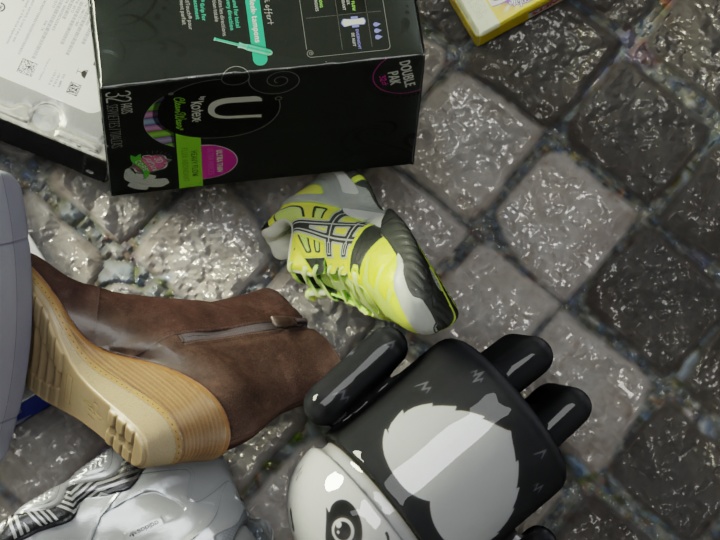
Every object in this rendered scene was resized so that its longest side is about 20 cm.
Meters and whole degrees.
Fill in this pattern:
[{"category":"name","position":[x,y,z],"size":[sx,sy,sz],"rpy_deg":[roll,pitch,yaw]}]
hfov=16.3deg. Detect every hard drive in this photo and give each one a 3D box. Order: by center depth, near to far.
[{"category":"hard drive","position":[-0.210,-0.149,1.674],"size":[0.200,0.038,0.140],"rpy_deg":[23,65,-2]}]

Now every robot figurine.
[{"category":"robot figurine","position":[0.048,0.123,1.572],"size":[0.200,0.125,0.150],"rpy_deg":[-39,59,-10]}]

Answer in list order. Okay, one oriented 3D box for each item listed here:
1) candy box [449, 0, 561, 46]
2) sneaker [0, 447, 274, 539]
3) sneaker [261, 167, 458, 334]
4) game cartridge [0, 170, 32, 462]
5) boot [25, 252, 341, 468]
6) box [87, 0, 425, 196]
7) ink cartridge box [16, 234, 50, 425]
[{"category":"candy box","position":[0.141,-0.244,1.726],"size":[0.200,0.026,0.102],"rpy_deg":[-29,78,-7]},{"category":"sneaker","position":[-0.153,0.183,1.584],"size":[0.200,0.075,0.115],"rpy_deg":[-35,74,-12]},{"category":"sneaker","position":[0.000,0.000,1.595],"size":[0.076,0.200,0.075],"rpy_deg":[-33,117,-5]},{"category":"game cartridge","position":[-0.263,0.024,1.578],"size":[0.133,0.040,0.200],"rpy_deg":[20,112,37]},{"category":"boot","position":[-0.126,0.042,1.603],"size":[0.166,0.072,0.200],"rpy_deg":[-21,53,-39]},{"category":"box","position":[-0.067,-0.141,1.582],"size":[0.200,0.149,0.125],"rpy_deg":[-7,66,-6]},{"category":"ink cartridge box","position":[-0.256,0.003,1.653],"size":[0.094,0.044,0.200],"rpy_deg":[-30,76,-9]}]
